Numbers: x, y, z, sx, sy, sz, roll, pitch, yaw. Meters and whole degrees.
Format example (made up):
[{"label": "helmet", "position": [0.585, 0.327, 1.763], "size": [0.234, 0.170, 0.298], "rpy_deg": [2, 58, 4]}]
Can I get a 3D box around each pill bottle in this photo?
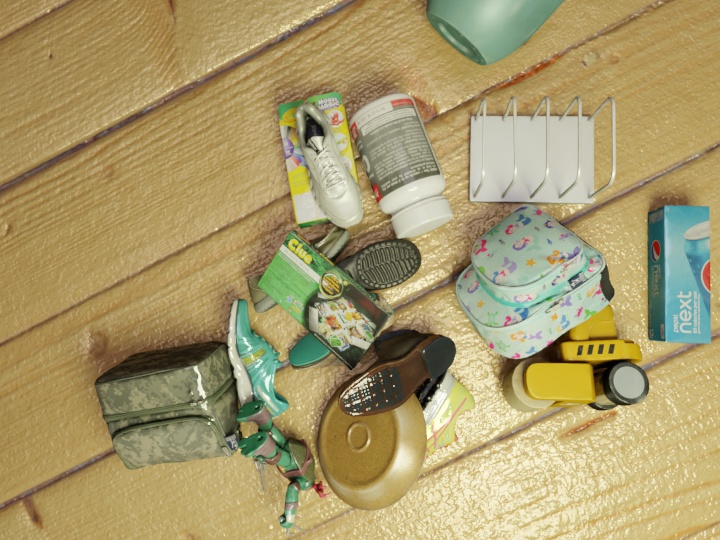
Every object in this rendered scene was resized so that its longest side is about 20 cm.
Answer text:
[{"label": "pill bottle", "position": [0.066, -0.160, 0.884], "size": [0.112, 0.114, 0.203], "rpy_deg": [-20, 83, 3]}]

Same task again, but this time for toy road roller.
[{"label": "toy road roller", "position": [0.312, 0.130, 0.837], "size": [0.196, 0.123, 0.149], "rpy_deg": [-2, 72, 2]}]

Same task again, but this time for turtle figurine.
[{"label": "turtle figurine", "position": [-0.121, 0.298, 0.864], "size": [0.100, 0.149, 0.202], "rpy_deg": [-34, 123, -15]}]

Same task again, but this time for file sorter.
[{"label": "file sorter", "position": [0.271, -0.185, 0.862], "size": [0.196, 0.125, 0.142], "rpy_deg": [2, 85, 6]}]

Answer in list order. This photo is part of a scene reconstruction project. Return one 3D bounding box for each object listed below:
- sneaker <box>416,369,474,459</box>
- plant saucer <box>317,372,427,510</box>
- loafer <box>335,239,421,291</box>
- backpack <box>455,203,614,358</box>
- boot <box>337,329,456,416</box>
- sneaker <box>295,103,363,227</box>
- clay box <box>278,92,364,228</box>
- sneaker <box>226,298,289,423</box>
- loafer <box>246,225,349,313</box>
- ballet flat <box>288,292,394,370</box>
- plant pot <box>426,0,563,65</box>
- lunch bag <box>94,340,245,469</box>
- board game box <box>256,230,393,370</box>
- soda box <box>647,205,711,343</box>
[{"label": "sneaker", "position": [0.106, 0.254, 0.868], "size": [0.089, 0.078, 0.202], "rpy_deg": [31, 99, -13]}, {"label": "plant saucer", "position": [0.005, 0.250, 0.846], "size": [0.197, 0.035, 0.204], "rpy_deg": [-14, 65, 31]}, {"label": "loafer", "position": [0.000, 0.000, 0.897], "size": [0.196, 0.071, 0.074], "rpy_deg": [-18, 96, 0]}, {"label": "backpack", "position": [0.239, 0.018, 0.820], "size": [0.199, 0.178, 0.151], "rpy_deg": [-40, 128, 6]}, {"label": "boot", "position": [0.040, 0.148, 0.840], "size": [0.197, 0.097, 0.076], "rpy_deg": [-22, 108, -23]}, {"label": "sneaker", "position": [-0.054, -0.162, 0.866], "size": [0.074, 0.081, 0.203], "rpy_deg": [-24, 85, 1]}, {"label": "clay box", "position": [-0.066, -0.182, 0.932], "size": [0.112, 0.048, 0.204], "rpy_deg": [-10, 84, 4]}, {"label": "sneaker", "position": [-0.167, 0.141, 0.909], "size": [0.078, 0.077, 0.204], "rpy_deg": [-14, 93, -5]}, {"label": "loafer", "position": [-0.105, -0.014, 0.908], "size": [0.199, 0.075, 0.070], "rpy_deg": [-37, 87, 2]}, {"label": "ballet flat", "position": [-0.026, 0.111, 0.888], "size": [0.199, 0.067, 0.069], "rpy_deg": [-34, 40, 25]}, {"label": "plant pot", "position": [0.195, -0.420, 0.861], "size": [0.200, 0.200, 0.162], "rpy_deg": [40, 103, 7]}, {"label": "lunch bag", "position": [-0.288, 0.217, 0.881], "size": [0.196, 0.139, 0.171], "rpy_deg": [-11, 100, 5]}, {"label": "board game box", "position": [-0.056, 0.042, 0.842], "size": [0.199, 0.023, 0.105], "rpy_deg": [40, 108, 13]}, {"label": "soda box", "position": [0.483, 0.007, 0.855], "size": [0.066, 0.064, 0.205], "rpy_deg": [2, 86, 6]}]
